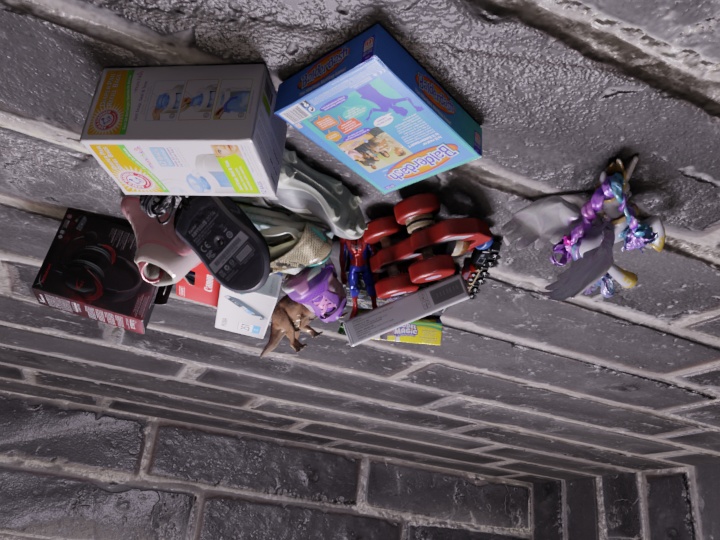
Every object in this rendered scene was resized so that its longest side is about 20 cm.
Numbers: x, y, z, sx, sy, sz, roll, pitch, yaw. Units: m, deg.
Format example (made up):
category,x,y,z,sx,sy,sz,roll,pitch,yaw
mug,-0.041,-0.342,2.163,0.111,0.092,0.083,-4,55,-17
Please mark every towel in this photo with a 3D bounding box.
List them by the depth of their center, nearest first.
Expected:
category,x,y,z,sx,sy,sz,roll,pitch,yaw
towel,-0.148,-0.053,0.977,0.196,0.049,0.171,11,158,-13

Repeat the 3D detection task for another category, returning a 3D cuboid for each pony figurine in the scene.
category,x,y,z,sx,sy,sz,roll,pitch,yaw
pony figurine,0.310,-0.041,0.852,0.192,0.168,0.199,-39,136,13

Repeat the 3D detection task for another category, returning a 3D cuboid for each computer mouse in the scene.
category,x,y,z,sx,sy,sz,roll,pitch,yaw
computer mouse,-0.188,-0.061,0.861,0.138,0.201,0.053,-38,-178,15

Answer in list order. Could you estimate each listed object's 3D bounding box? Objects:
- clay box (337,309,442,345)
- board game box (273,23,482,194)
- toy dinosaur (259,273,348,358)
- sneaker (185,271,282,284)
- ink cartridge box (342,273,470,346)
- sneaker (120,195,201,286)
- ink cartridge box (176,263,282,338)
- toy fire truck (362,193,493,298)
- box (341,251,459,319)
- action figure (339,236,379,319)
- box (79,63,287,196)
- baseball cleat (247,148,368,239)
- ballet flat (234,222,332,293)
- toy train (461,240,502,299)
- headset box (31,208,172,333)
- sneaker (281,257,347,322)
category,x,y,z,sx,sy,sz,roll,pitch,yaw
clay box,0.057,0.104,1.254,0.196,0.049,0.115,6,-173,1
board game box,0.024,-0.170,0.729,0.150,0.046,0.199,-16,147,38
toy dinosaur,-0.117,0.066,1.147,0.199,0.136,0.086,-39,176,17
sneaker,-0.235,-0.001,1.118,0.196,0.077,0.088,-2,154,16
ink cartridge box,0.068,0.067,1.041,0.197,0.044,0.174,-22,176,-4
sneaker,-0.308,-0.045,0.935,0.198,0.105,0.076,24,154,31
ink cartridge box,-0.232,0.044,1.082,0.173,0.045,0.201,16,152,-8
toy fire truck,0.107,-0.037,0.951,0.166,0.114,0.199,-7,167,-38
box,0.065,0.029,1.150,0.196,0.044,0.161,7,155,-3
action figure,0.000,0.000,1.034,0.064,0.052,0.203,0,126,9
box,-0.196,-0.158,0.737,0.196,0.103,0.113,2,155,9
baseball cleat,-0.082,-0.103,0.886,0.105,0.071,0.199,-14,138,42
ballet flat,-0.129,-0.025,0.910,0.198,0.069,0.075,-19,126,35
toy train,0.192,0.002,1.076,0.045,0.035,0.201,10,155,0
headset box,-0.410,0.005,1.060,0.197,0.151,0.075,18,154,-9
sneaker,-0.058,0.035,0.971,0.080,0.090,0.200,-29,176,4
